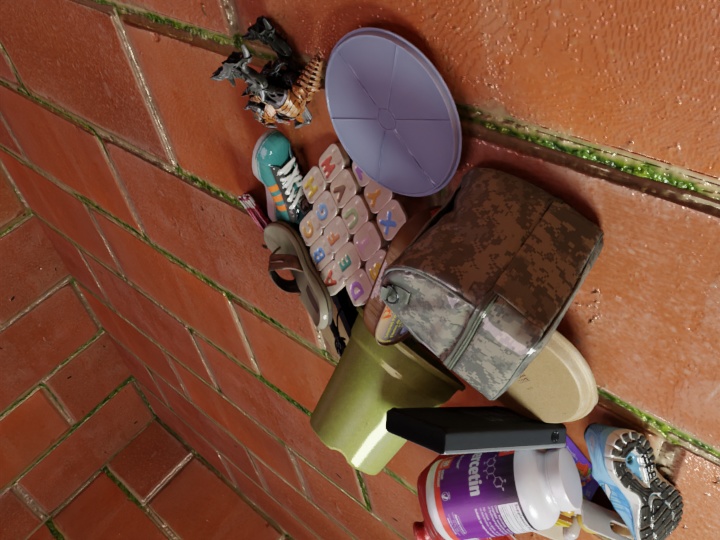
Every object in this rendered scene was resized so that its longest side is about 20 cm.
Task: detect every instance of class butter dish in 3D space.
[{"bbox_3d":[0.153,0.405,1.104,0.201,0.146,0.201,52,-171,-44],"label":"butter dish"}]

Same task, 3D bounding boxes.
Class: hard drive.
[{"bbox_3d":[0.148,0.205,0.874,0.139,0.195,0.034,1,86,61],"label":"hard drive"}]

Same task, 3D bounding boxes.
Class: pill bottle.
[{"bbox_3d":[0.194,0.300,0.915,0.197,0.113,0.114,-23,110,30],"label":"pill bottle"}]

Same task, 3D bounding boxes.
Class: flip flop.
[{"bbox_3d":[-0.102,0.006,0.981,0.202,0.056,0.082,59,156,31],"label":"flip flop"}]

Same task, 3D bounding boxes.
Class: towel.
[{"bbox_3d":[-0.137,-0.047,1.130,0.202,0.023,0.144,55,177,-10],"label":"towel"}]

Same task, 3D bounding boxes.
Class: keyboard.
[{"bbox_3d":[-0.032,0.052,1.051,0.020,0.128,0.203,-4,127,25],"label":"keyboard"}]

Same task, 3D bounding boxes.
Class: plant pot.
[{"bbox_3d":[0.025,0.186,0.991,0.198,0.186,0.200,35,-179,-1],"label":"plant pot"}]

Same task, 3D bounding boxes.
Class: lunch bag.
[{"bbox_3d":[0.131,-0.001,0.687,0.166,0.200,0.140,37,147,11],"label":"lunch bag"}]

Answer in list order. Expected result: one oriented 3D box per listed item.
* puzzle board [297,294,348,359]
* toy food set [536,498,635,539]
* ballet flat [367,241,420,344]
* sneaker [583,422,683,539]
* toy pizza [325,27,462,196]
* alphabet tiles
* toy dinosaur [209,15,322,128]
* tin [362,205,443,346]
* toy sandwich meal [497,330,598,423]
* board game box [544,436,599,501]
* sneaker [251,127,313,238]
[{"bbox_3d":[-0.023,0.120,1.232,0.149,0.017,0.202,-6,121,55],"label":"puzzle board"},{"bbox_3d":[0.312,0.378,0.974,0.141,0.062,0.199,25,155,-16],"label":"toy food set"},{"bbox_3d":[0.064,0.019,0.944,0.071,0.072,0.202,2,129,53],"label":"ballet flat"},{"bbox_3d":[0.349,0.273,0.868,0.203,0.077,0.090,63,166,-19],"label":"sneaker"},{"bbox_3d":[0.038,-0.178,0.763,0.198,0.032,0.203,32,144,27],"label":"toy pizza"},{"bbox_3d":[-0.017,-0.062,0.898,0.195,0.014,0.204,-41,68,44],"label":"alphabet tiles"},{"bbox_3d":[-0.100,-0.243,0.849,0.135,0.104,0.198,42,137,-23],"label":"toy dinosaur"},{"bbox_3d":[0.065,0.009,0.836,0.042,0.111,0.203,41,128,27],"label":"tin"},{"bbox_3d":[0.210,0.105,0.843,0.202,0.070,0.208,30,146,23],"label":"toy sandwich meal"},{"bbox_3d":[0.251,0.286,1.023,0.135,0.045,0.200,50,151,-2],"label":"board game box"},{"bbox_3d":[-0.103,-0.123,0.996,0.079,0.072,0.202,33,156,23],"label":"sneaker"}]
